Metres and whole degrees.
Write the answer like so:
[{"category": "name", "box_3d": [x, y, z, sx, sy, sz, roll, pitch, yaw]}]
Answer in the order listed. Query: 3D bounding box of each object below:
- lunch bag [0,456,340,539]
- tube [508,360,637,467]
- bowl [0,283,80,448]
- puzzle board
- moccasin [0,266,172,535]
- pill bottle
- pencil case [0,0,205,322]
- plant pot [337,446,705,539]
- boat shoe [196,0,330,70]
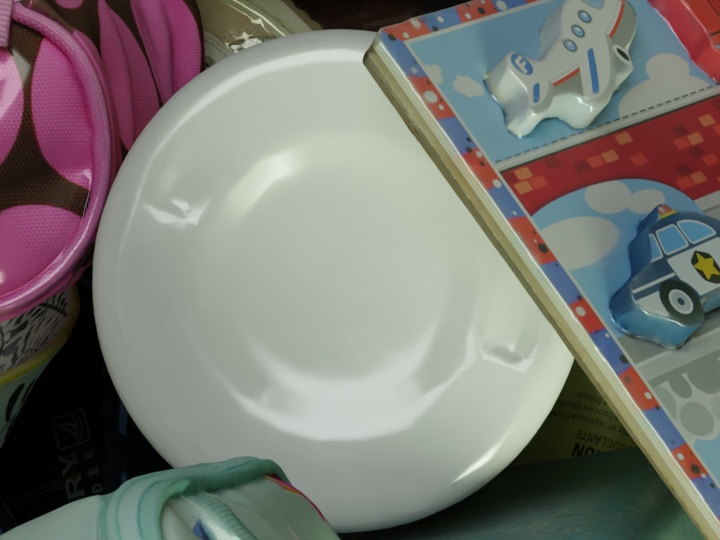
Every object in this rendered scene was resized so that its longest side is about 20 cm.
[{"category": "lunch bag", "box_3d": [-0.012, 0.134, 0.528, 0.077, 0.160, 0.201, -25, 83, 5]}, {"category": "tube", "box_3d": [0.049, 0.111, 0.832, 0.058, 0.052, 0.201, 3, 67, 50]}, {"category": "bowl", "box_3d": [-0.177, 0.041, 0.793, 0.200, 0.201, 0.095, 13, 111, 15]}, {"category": "puzzle board", "box_3d": [0.111, -0.017, 0.689, 0.200, 0.017, 0.151, -21, 69, -43]}, {"category": "moccasin", "box_3d": [-0.093, 0.021, 0.884, 0.080, 0.068, 0.201, -26, 64, -2]}, {"category": "pill bottle", "box_3d": [0.000, 0.000, 0.763, 0.114, 0.200, 0.115, 0, 91, 3]}, {"category": "pencil case", "box_3d": [-0.090, -0.048, 0.775, 0.090, 0.200, 0.094, 21, 102, -3]}, {"category": "plant pot", "box_3d": [-0.002, 0.149, 0.708, 0.195, 0.200, 0.197, -8, 85, 6]}, {"category": "boat shoe", "box_3d": [-0.034, -0.043, 0.904, 0.199, 0.072, 0.065, 29, 74, 14]}]
